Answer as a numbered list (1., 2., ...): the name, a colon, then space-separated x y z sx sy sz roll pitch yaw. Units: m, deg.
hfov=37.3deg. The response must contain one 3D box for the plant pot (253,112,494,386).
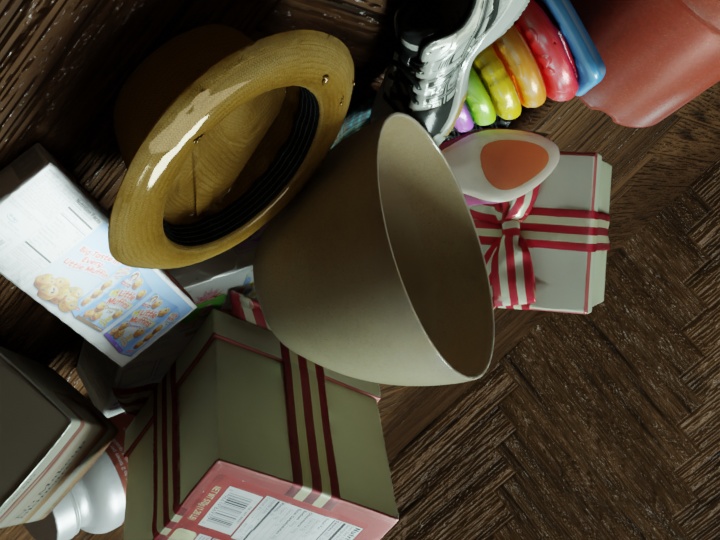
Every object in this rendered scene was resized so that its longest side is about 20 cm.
1. plant pot: 0.000 0.000 0.794 0.134 0.201 0.200 -18 173 22

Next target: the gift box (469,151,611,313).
1. gift box: 0.163 -0.037 1.146 0.199 0.185 0.187 -1 -179 18

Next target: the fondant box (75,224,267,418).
1. fondant box: -0.151 0.036 0.901 0.144 0.058 0.200 -20 157 -33

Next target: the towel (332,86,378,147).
1. towel: -0.041 -0.073 0.949 0.147 0.022 0.200 -37 164 -12

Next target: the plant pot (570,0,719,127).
1. plant pot: 0.277 -0.238 0.934 0.201 0.201 0.195 -27 168 -39

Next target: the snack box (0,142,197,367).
1. snack box: -0.182 -0.002 0.703 0.072 0.024 0.200 -39 147 -4

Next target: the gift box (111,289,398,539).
1. gift box: -0.094 0.143 0.859 0.200 0.187 0.185 29 119 -27

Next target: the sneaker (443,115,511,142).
1. sneaker: 0.075 -0.116 1.044 0.200 0.070 0.093 -57 -164 10

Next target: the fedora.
1. fedora: -0.095 -0.088 0.665 0.200 0.082 0.201 -37 162 -14

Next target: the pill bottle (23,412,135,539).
1. pill bottle: -0.237 0.187 1.053 0.200 0.112 0.112 -26 160 -42

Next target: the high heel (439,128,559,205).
1. high heel: 0.073 -0.085 0.952 0.199 0.068 0.096 -11 -175 -11

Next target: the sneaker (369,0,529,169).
1. sneaker: 0.047 -0.166 0.809 0.088 0.076 0.200 -7 134 -51

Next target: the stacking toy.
1. stacking toy: 0.094 -0.157 0.900 0.200 0.110 0.116 -31 180 4

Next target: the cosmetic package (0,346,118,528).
1. cosmetic package: -0.257 0.126 0.794 0.103 0.087 0.200 -49 176 -9
